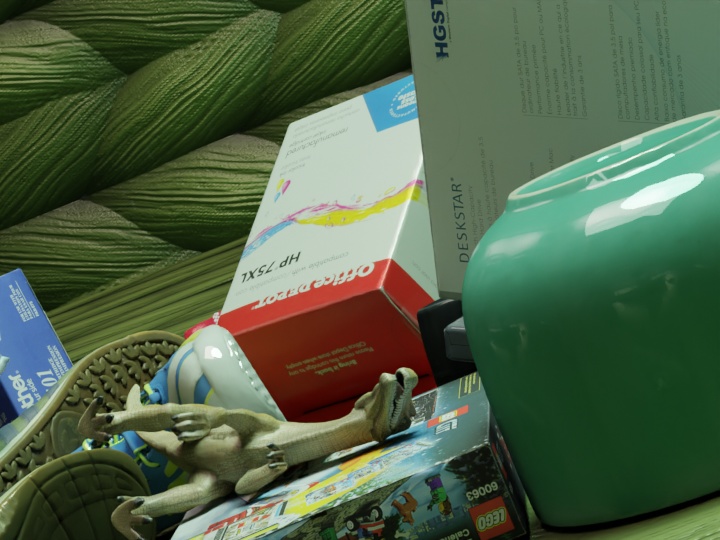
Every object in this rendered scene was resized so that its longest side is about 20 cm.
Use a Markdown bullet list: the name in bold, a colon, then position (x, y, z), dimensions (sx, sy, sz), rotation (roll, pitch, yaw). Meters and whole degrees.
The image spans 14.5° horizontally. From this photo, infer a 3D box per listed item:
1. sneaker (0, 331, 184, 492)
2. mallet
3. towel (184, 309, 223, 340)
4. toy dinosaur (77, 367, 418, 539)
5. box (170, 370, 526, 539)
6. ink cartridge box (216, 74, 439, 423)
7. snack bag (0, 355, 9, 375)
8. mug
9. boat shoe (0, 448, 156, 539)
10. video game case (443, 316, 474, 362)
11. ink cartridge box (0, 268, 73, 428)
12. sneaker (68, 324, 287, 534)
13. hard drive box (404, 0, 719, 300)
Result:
- **sneaker**: position (-0.164, 0.099, 1.434), dimensions (0.090, 0.067, 0.200), rotation (-25, 12, 39)
- **mallet**: position (0.079, 0.045, 1.336), dimensions (0.041, 0.066, 0.200), rotation (-19, -9, 19)
- **towel**: position (-0.012, 0.015, 1.501), dimensions (0.200, 0.022, 0.145), rotation (-38, 28, 14)
- **toy dinosaur**: position (-0.060, 0.074, 1.137), dimensions (0.101, 0.059, 0.199), rotation (-7, 1, -41)
- **box**: position (-0.004, 0.093, 1.107), dimensions (0.136, 0.038, 0.200), rotation (-22, 5, 5)
- **ink cartridge box**: position (0.000, 0.000, 1.415), dimensions (0.116, 0.067, 0.201), rotation (-20, 38, 36)
- **snack bag**: position (-0.258, 0.131, 1.404), dimensions (0.188, 0.021, 0.201), rotation (-18, 39, 59)
- **mug**: position (0.127, 0.004, 1.026), dimensions (0.184, 0.115, 0.152), rotation (-24, 5, -18)
- **boat shoe**: position (-0.160, 0.132, 1.196), dimensions (0.066, 0.072, 0.201), rotation (-13, 13, 32)
- **video game case**: position (0.148, 0.005, 1.241), dimensions (0.142, 0.019, 0.200), rotation (4, 21, 34)
- **ink cartridge box**: position (-0.209, 0.080, 1.579), dimensions (0.044, 0.094, 0.200), rotation (-24, -11, -28)
- **sneaker**: position (-0.091, 0.090, 1.304), dimensions (0.105, 0.076, 0.200), rotation (-31, -12, -12)
- **hard drive box**: position (0.123, -0.063, 1.177), dimensions (0.199, 0.157, 0.077), rotation (7, 21, 37)
